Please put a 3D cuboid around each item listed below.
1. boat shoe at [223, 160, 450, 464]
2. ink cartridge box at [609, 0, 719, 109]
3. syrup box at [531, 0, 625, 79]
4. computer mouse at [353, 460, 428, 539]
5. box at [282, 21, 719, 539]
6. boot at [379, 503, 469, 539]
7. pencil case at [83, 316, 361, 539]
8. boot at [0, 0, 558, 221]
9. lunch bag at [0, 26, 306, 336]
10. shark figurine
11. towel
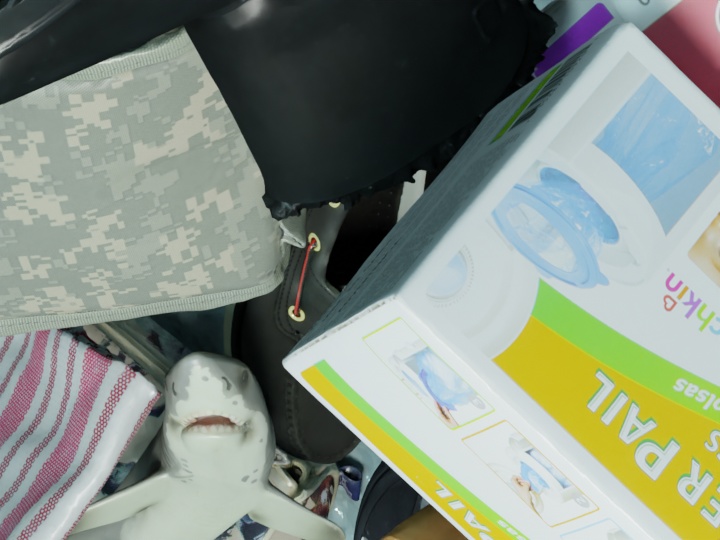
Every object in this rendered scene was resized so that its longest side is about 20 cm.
[{"bbox_3d":[-0.002,0.001,0.956,0.063,0.074,0.202,45,137,36],"label":"boat shoe"},{"bbox_3d":[0.108,-0.156,0.717,0.148,0.086,0.200,-38,91,25],"label":"ink cartridge box"},{"bbox_3d":[0.137,-0.017,0.822,0.200,0.079,0.081,52,138,1],"label":"syrup box"},{"bbox_3d":[0.002,0.139,1.002,0.046,0.140,0.200,30,133,26],"label":"computer mouse"},{"bbox_3d":[0.096,0.047,0.720,0.200,0.113,0.101,43,158,-6],"label":"box"},{"bbox_3d":[0.065,0.048,0.839,0.188,0.200,0.068,51,138,2],"label":"boot"},{"bbox_3d":[-0.097,0.058,1.081,0.200,0.078,0.090,38,124,15],"label":"pencil case"},{"bbox_3d":[-0.043,-0.073,0.742,0.073,0.198,0.163,47,174,42],"label":"boot"},{"bbox_3d":[-0.121,-0.060,0.869,0.200,0.118,0.164,3,146,7],"label":"lunch bag"},{"bbox_3d":[-0.094,0.081,1.012,0.214,0.090,0.128,-30,139,33],"label":"shark figurine"},{"bbox_3d":[-0.160,0.073,0.969,0.030,0.146,0.200,34,177,-31],"label":"towel"}]
